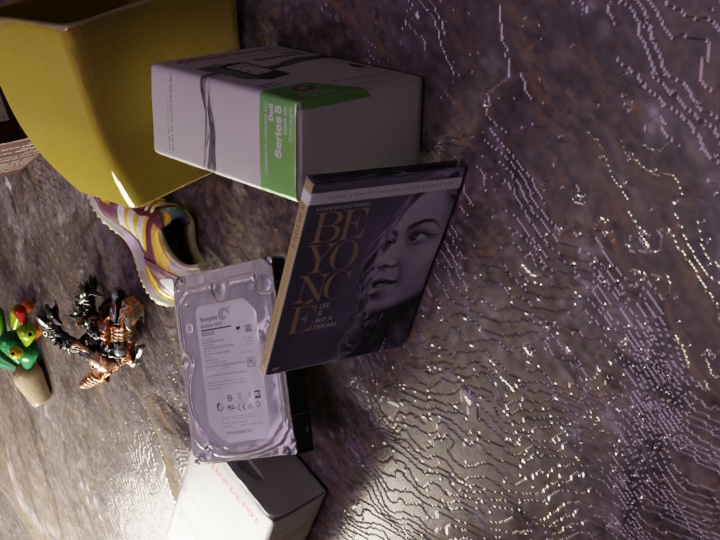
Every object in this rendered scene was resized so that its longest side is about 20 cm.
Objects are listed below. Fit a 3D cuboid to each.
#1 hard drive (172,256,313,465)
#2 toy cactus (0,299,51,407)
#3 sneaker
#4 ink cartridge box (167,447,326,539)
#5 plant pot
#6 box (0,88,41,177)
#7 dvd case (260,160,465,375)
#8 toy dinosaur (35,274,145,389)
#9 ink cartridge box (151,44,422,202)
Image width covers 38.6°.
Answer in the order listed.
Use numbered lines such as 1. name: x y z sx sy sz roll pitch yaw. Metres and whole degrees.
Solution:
1. hard drive: -0.125 0.095 1.073 0.139 0.038 0.202 -11 83 31
2. toy cactus: -0.527 0.132 1.561 0.199 0.102 0.166 -20 101 41
3. sneaker: -0.237 -0.062 1.173 0.090 0.075 0.201 -40 81 39
4. ink cartridge box: -0.135 0.280 1.183 0.148 0.085 0.201 44 132 26
5. plant pot: -0.237 -0.180 1.035 0.194 0.194 0.202 18 128 42
6. box: -0.502 -0.212 1.323 0.199 0.163 0.167 -18 93 50
7. dvd case: 0.000 0.000 0.871 0.016 0.147 0.201 51 137 39
8. toy dinosaur: -0.343 0.091 1.336 0.135 0.102 0.201 39 111 9
9. ink cartridge box: -0.067 -0.134 0.890 0.199 0.145 0.085 22 120 41
